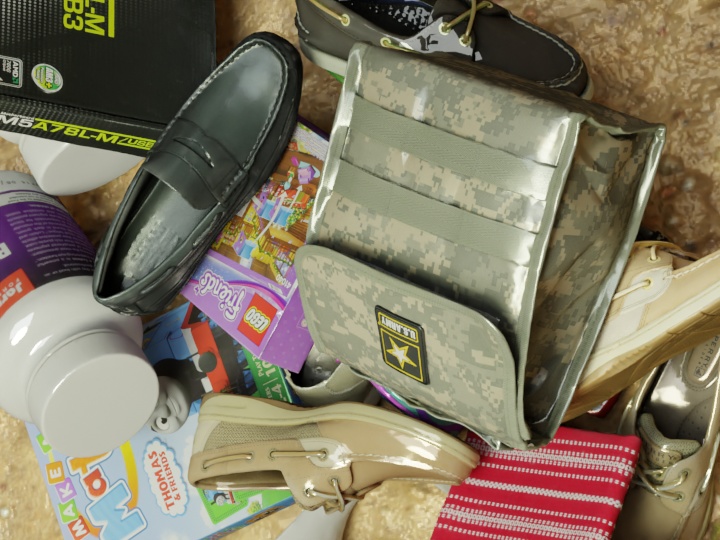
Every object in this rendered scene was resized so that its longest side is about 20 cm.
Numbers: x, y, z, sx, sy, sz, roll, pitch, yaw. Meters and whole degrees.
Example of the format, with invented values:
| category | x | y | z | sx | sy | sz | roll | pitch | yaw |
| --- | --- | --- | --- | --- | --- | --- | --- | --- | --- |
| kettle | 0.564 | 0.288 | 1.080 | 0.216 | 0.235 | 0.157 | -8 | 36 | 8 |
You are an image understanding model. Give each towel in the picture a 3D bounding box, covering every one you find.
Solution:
| category | x | y | z | sx | sy | sz | roll | pitch | yaw |
| --- | --- | --- | --- | --- | --- | --- | --- | --- | --- |
| towel | 0.079 | 0.181 | 1.234 | 0.144 | 0.022 | 0.201 | 4 | 66 | 52 |

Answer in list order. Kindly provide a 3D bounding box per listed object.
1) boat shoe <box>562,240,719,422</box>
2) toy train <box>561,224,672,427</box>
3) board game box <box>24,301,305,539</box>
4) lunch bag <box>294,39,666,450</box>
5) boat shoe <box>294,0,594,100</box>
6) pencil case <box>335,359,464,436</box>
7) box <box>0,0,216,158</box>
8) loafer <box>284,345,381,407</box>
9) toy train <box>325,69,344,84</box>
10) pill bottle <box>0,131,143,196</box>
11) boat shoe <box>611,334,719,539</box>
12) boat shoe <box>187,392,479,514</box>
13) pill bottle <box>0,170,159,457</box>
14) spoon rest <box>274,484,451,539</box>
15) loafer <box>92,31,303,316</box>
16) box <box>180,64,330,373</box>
| category | x | y | z | sx | sy | sz | roll | pitch | yaw |
| --- | --- | --- | --- | --- | --- | --- | --- | --- | --- |
| boat shoe | 0.163 | 0.017 | 1.206 | 0.199 | 0.074 | 0.070 | -33 | 70 | 25 |
| toy train | 0.142 | 0.067 | 1.299 | 0.046 | 0.034 | 0.201 | 28 | 98 | 13 |
| board game box | -0.126 | 0.111 | 1.416 | 0.199 | 0.037 | 0.152 | -27 | 76 | 22 |
| lunch bag | 0.057 | -0.012 | 1.188 | 0.163 | 0.117 | 0.202 | 23 | 104 | 35 |
| boat shoe | 0.047 | -0.143 | 1.283 | 0.200 | 0.061 | 0.072 | 17 | 52 | 23 |
| pencil case | 0.080 | 0.004 | 1.293 | 0.092 | 0.085 | 0.201 | 37 | 95 | 0 |
| box | -0.188 | -0.178 | 1.361 | 0.048 | 0.192 | 0.202 | 135 | 139 | -55 |
| loafer | 0.000 | 0.000 | 1.348 | 0.075 | 0.068 | 0.202 | 12 | 91 | 25 |
| toy train | 0.044 | -0.197 | 1.359 | 0.056 | 0.042 | 0.201 | 40 | 103 | 32 |
| pill bottle | -0.221 | -0.160 | 1.437 | 0.114 | 0.114 | 0.201 | -35 | 73 | 18 |
| boat shoe | 0.182 | 0.108 | 1.258 | 0.072 | 0.065 | 0.201 | 24 | 96 | 24 |
| boat shoe | -0.018 | 0.121 | 1.303 | 0.199 | 0.071 | 0.065 | 3 | 69 | 33 |
| pill bottle | -0.211 | 0.030 | 1.387 | 0.112 | 0.111 | 0.200 | -53 | 47 | 12 |
| spoon rest | -0.025 | 0.189 | 1.344 | 0.200 | 0.099 | 0.061 | -46 | 48 | 0 |
| loafer | -0.102 | -0.058 | 1.301 | 0.068 | 0.070 | 0.201 | 35 | 101 | 13 |
| box | -0.073 | -0.040 | 1.357 | 0.200 | 0.039 | 0.138 | 37 | 101 | 47 |
